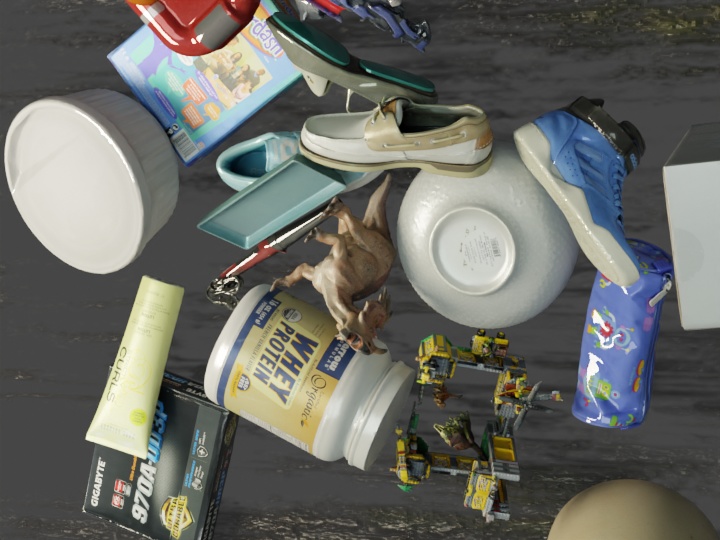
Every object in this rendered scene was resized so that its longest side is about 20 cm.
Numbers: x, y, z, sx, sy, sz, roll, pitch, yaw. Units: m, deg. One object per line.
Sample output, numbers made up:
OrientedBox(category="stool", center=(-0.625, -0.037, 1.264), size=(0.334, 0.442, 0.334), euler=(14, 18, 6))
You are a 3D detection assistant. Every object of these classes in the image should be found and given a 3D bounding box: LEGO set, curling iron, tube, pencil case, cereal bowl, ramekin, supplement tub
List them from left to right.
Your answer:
OrientedBox(category="ramekin", center=(-0.289, -0.108, 1.780), size=(0.201, 0.094, 0.204), euler=(17, 124, 27))
OrientedBox(category="tube", center=(-0.250, 0.108, 1.840), size=(0.058, 0.052, 0.202), euler=(18, 91, 53))
OrientedBox(category="curling iron", center=(-0.094, -0.020, 1.793), size=(0.199, 0.025, 0.050), euler=(-36, 55, 21))
OrientedBox(category="supplement tub", center=(-0.054, 0.118, 1.757), size=(0.199, 0.144, 0.145), euler=(26, 113, 11))
OrientedBox(category="LEGO set", center=(0.111, 0.174, 1.702), size=(0.153, 0.116, 0.201), euler=(16, 117, -9))
OrientedBox(category="cereal bowl", center=(0.126, -0.031, 1.684), size=(0.198, 0.083, 0.202), euler=(6, 107, 19))
OrientedBox(category="pencil case", center=(0.273, 0.067, 1.660), size=(0.087, 0.078, 0.202), euler=(29, 119, 46))

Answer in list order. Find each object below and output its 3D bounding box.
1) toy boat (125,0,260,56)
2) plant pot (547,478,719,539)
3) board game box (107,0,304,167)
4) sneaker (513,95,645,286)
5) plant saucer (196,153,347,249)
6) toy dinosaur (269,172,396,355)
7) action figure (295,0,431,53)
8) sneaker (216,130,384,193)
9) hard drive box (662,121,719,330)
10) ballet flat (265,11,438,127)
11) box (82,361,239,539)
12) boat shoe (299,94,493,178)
OrientedBox(category="toy boat", center=(-0.197, -0.296, 1.568), size=(0.130, 0.131, 0.200), euler=(-39, 98, 28))
OrientedBox(category="plant pot", center=(0.281, 0.341, 1.709), size=(0.199, 0.134, 0.202), euler=(6, 108, 18))
OrientedBox(category="board game box", center=(-0.155, -0.231, 1.745), size=(0.199, 0.045, 0.153), euler=(-34, 92, 25))
OrientedBox(category="sneaker", center=(0.247, -0.087, 1.594), size=(0.111, 0.077, 0.201), euler=(-30, 62, -4))
OrientedBox(category="plant saucer", center=(-0.096, -0.074, 1.724), size=(0.070, 0.019, 0.200), euler=(24, 149, -28))
OrientedBox(category="toy dinosaur", center=(0.000, 0.000, 1.698), size=(0.135, 0.201, 0.086), euler=(35, 150, -3))
OrientedBox(category="action figure", center=(0.015, -0.317, 1.639), size=(0.193, 0.105, 0.200), euler=(-38, 131, 17))
OrientedBox(category="sneaker", center=(-0.062, -0.117, 1.717), size=(0.198, 0.082, 0.075), euler=(-14, 80, 22))
OrientedBox(category="hard drive box", center=(0.346, -0.048, 1.535), size=(0.076, 0.200, 0.157), euler=(-5, 105, 21))
OrientedBox(category="ballet flat", center=(-0.016, -0.198, 1.667), size=(0.199, 0.068, 0.064), euler=(23, 113, -12))
OrientedBox(category="box", center=(-0.235, 0.219, 1.905), size=(0.158, 0.046, 0.202), euler=(20, 111, 14))
OrientedBox(category="boat shoe", center=(0.035, -0.144, 1.632), size=(0.198, 0.075, 0.069), euler=(3, 132, 6))
